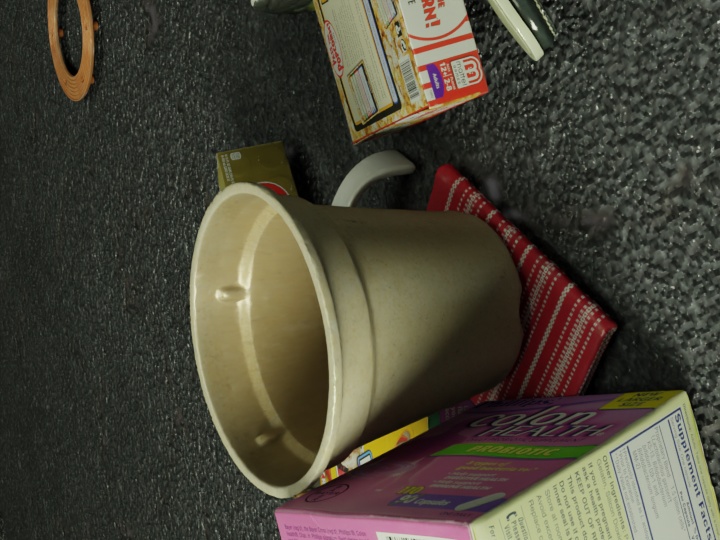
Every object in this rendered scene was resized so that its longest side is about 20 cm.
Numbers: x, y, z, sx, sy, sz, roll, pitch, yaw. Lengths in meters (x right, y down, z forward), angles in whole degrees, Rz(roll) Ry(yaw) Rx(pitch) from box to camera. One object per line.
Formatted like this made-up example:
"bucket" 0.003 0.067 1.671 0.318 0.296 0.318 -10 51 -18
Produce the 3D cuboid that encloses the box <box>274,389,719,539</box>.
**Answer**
"box" 0.083 0.152 0.613 0.175 0.198 0.098 -13 94 52

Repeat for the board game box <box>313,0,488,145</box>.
"board game box" 0.016 -0.179 0.729 0.200 0.046 0.153 -176 70 -76

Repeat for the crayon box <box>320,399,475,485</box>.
"crayon box" 0.030 0.200 0.853 0.172 0.058 0.203 -3 90 59

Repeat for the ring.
"ring" -0.416 -0.349 1.476 0.200 0.019 0.203 25 120 54

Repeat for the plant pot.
"plant pot" 0.006 0.034 0.703 0.200 0.182 0.203 18 112 55

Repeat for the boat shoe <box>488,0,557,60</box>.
"boat shoe" 0.090 -0.226 0.656 0.066 0.074 0.201 -29 58 12

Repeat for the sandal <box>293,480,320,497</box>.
"sandal" -0.084 0.174 0.988 0.081 0.055 0.201 -6 121 48

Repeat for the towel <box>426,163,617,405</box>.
"towel" 0.098 0.031 0.750 0.200 0.022 0.146 50 137 39

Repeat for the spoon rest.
"spoon rest" 0.000 0.000 0.858 0.099 0.060 0.203 -135 47 -56

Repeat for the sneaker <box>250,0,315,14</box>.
"sneaker" -0.034 -0.292 0.841 0.200 0.074 0.086 -39 59 45

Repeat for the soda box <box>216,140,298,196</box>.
"soda box" -0.080 -0.016 0.945 0.064 0.067 0.202 102 154 -63
